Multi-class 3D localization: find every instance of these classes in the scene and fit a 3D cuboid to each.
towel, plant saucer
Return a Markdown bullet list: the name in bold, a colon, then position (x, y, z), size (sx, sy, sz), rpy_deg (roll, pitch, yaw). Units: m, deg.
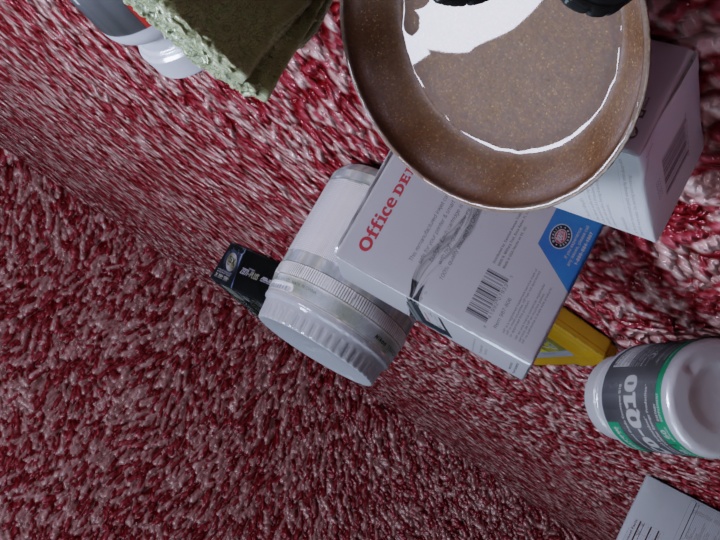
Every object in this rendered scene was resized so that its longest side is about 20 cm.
- **towel**: position (-0.106, -0.208, 0.585), size (0.199, 0.150, 0.036), rpy_deg (39, 145, -14)
- **plant saucer**: position (0.075, -0.133, 0.538), size (0.198, 0.036, 0.204), rpy_deg (22, 126, 32)

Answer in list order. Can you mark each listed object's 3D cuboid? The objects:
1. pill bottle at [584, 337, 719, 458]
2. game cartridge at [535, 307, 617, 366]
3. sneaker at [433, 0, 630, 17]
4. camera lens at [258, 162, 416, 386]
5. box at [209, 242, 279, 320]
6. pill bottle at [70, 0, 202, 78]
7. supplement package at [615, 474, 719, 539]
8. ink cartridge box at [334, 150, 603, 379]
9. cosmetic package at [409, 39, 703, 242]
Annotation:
- **pill bottle**: position (0.316, 0.132, 0.992), size (0.112, 0.114, 0.200), rpy_deg (32, 167, -6)
- **game cartridge**: position (0.204, 0.064, 1.193), size (0.175, 0.033, 0.200), rpy_deg (34, 169, -10)
- **sneaker**: position (0.090, -0.151, 0.368), size (0.090, 0.199, 0.077), rpy_deg (-34, 83, 44)
- **camera lens**: position (0.000, 0.000, 1.033), size (0.158, 0.202, 0.160), rpy_deg (29, 168, 7)
- **box**: position (-0.174, 0.049, 1.909), size (0.162, 0.087, 0.200), rpy_deg (22, 164, 37)
- **pill bottle**: position (-0.178, -0.244, 0.714), size (0.115, 0.117, 0.200), rpy_deg (20, 164, 40)
- **supplement package**: position (0.569, 0.489, 1.696), size (0.198, 0.149, 0.192), rpy_deg (25, 167, 25)
- **ink cartridge box**: position (0.096, -0.018, 0.866), size (0.198, 0.146, 0.084), rpy_deg (29, 168, 11)
- **cosmetic package**: position (0.116, -0.105, 0.635), size (0.198, 0.082, 0.113), rpy_deg (26, 166, 30)
